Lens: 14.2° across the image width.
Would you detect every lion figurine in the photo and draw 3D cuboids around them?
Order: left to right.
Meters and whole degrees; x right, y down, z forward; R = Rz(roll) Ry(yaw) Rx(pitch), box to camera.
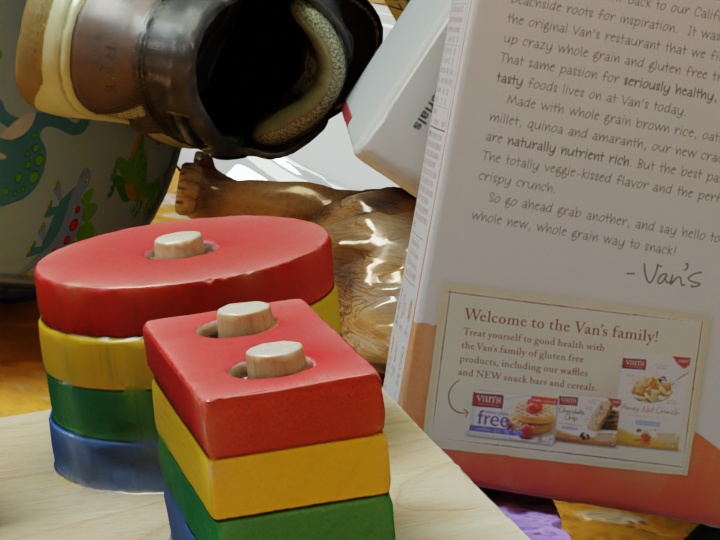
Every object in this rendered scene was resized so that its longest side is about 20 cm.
[{"bbox_3d":[0.000,0.000,0.938,0.122,0.073,0.200,9,10,-2],"label":"lion figurine"}]

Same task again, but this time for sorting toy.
[{"bbox_3d":[-0.077,0.041,0.609,0.199,0.070,0.199,-9,13,-11],"label":"sorting toy"}]

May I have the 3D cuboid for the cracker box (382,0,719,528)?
[{"bbox_3d":[0.087,-0.038,0.744,0.133,0.201,0.058,10,5,-5],"label":"cracker box"}]

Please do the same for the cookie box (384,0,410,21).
[{"bbox_3d":[0.086,-0.123,0.930,0.200,0.075,0.171,17,-25,35],"label":"cookie box"}]

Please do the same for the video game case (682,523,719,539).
[{"bbox_3d":[0.171,0.097,0.712,0.199,0.018,0.143,11,14,19],"label":"video game case"}]

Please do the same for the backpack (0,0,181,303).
[{"bbox_3d":[-0.136,-0.073,0.947,0.147,0.184,0.200,16,5,27],"label":"backpack"}]

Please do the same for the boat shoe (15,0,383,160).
[{"bbox_3d":[-0.035,-0.063,0.906,0.065,0.073,0.200,21,13,22],"label":"boat shoe"}]

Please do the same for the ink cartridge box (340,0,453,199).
[{"bbox_3d":[0.100,-0.020,0.848,0.200,0.084,0.144,34,6,-6],"label":"ink cartridge box"}]

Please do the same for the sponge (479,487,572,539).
[{"bbox_3d":[0.001,0.086,0.649,0.111,0.030,0.200,6,12,-5],"label":"sponge"}]

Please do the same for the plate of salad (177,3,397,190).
[{"bbox_3d":[0.007,-0.050,1.177,0.199,0.048,0.200,11,35,-8],"label":"plate of salad"}]
